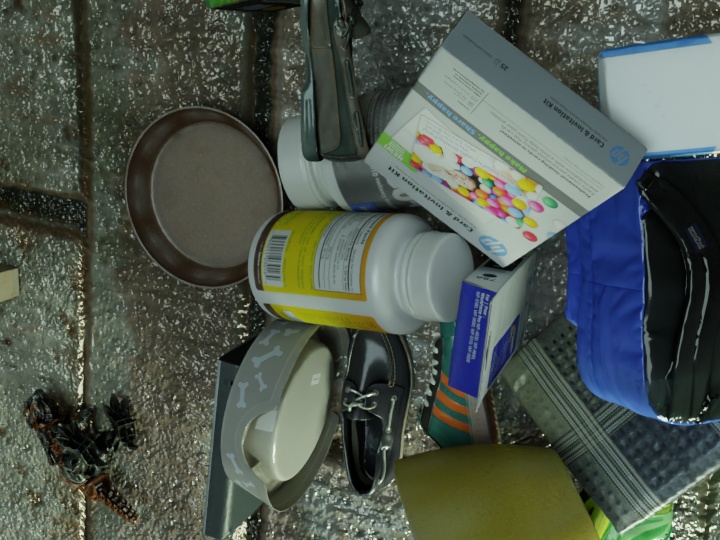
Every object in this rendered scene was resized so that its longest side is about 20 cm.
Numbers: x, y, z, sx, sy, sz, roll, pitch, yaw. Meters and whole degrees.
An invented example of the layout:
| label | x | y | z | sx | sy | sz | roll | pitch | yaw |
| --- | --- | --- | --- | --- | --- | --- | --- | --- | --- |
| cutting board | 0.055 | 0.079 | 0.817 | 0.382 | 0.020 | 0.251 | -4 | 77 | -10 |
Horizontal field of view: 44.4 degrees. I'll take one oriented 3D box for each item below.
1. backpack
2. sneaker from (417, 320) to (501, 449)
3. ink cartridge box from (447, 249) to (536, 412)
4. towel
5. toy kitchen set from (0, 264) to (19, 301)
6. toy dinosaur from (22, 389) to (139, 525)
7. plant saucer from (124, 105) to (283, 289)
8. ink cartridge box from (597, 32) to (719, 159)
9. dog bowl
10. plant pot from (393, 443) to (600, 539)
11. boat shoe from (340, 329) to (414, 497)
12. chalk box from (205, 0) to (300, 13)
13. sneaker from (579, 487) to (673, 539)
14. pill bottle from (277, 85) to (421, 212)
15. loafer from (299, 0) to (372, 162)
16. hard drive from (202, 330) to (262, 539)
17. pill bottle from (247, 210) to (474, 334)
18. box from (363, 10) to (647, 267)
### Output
| label | x | y | z | sx | sy | sz | roll | pitch | yaw |
| --- | --- | --- | --- | --- | --- | --- | --- | --- | --- |
| backpack | 0.250 | 0.015 | 0.708 | 0.162 | 0.168 | 0.200 | -5 | 93 | -16 |
| sneaker | 0.091 | 0.126 | 0.895 | 0.080 | 0.071 | 0.200 | -6 | 102 | 19 |
| ink cartridge box | 0.117 | 0.044 | 0.793 | 0.039 | 0.200 | 0.100 | 11 | 105 | 18 |
| towel | 0.251 | 0.107 | 0.812 | 0.193 | 0.035 | 0.200 | -45 | 62 | 20 |
| toy kitchen set | -0.552 | 0.095 | 1.102 | 0.180 | 0.163 | 0.200 | 9 | 106 | 20 |
| toy dinosaur | -0.340 | 0.225 | 1.103 | 0.200 | 0.102 | 0.136 | 37 | 130 | -9 |
| plant saucer | -0.168 | -0.081 | 0.973 | 0.200 | 0.034 | 0.201 | 6 | 106 | 21 |
| ink cartridge box | 0.272 | -0.135 | 0.687 | 0.146 | 0.200 | 0.085 | -4 | 99 | 23 |
| dog bowl | -0.075 | 0.139 | 0.903 | 0.059 | 0.200 | 0.201 | 14 | 108 | 17 |
| plant pot | 0.135 | 0.239 | 0.804 | 0.142 | 0.200 | 0.200 | -24 | 93 | 4 |
| boat shoe | 0.013 | 0.145 | 0.936 | 0.073 | 0.063 | 0.200 | 5 | 104 | 21 |
| chalk box | -0.079 | -0.315 | 0.830 | 0.200 | 0.125 | 0.124 | -4 | 101 | 22 |
| sneaker | 0.269 | 0.215 | 0.855 | 0.083 | 0.074 | 0.200 | 26 | 108 | -18 |
| pill bottle | 0.030 | -0.114 | 0.839 | 0.200 | 0.114 | 0.114 | -6 | 101 | 24 |
| loafer | -0.016 | -0.189 | 0.749 | 0.063 | 0.072 | 0.200 | 6 | 116 | 8 |
| hard drive | -0.116 | 0.170 | 0.953 | 0.033 | 0.140 | 0.200 | 13 | 107 | 18 |
| pill bottle | 0.000 | 0.000 | 0.818 | 0.200 | 0.109 | 0.110 | 5 | 105 | 37 |
| box | 0.097 | -0.088 | 0.674 | 0.156 | 0.200 | 0.041 | 37 | 70 | -3 |
